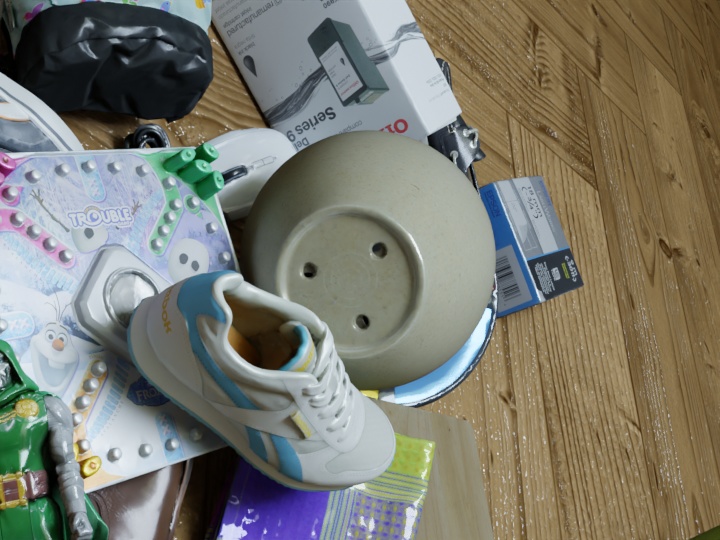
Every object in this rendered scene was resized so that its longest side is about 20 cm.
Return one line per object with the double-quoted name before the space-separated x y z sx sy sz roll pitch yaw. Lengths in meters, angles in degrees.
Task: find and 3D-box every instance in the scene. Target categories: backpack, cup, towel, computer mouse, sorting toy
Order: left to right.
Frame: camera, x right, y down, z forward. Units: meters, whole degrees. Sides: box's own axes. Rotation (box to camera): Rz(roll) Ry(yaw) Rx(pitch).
"backpack" -0.187 -0.217 0.739 0.166 0.126 0.201 2 64 -50
"computer mouse" -0.100 -0.081 0.848 0.200 0.044 0.110 -31 94 -57
"towel" -0.032 0.187 0.695 0.143 0.023 0.201 20 61 -5
"cup" 0.000 0.000 0.740 0.201 0.199 0.143 63 7 -4
"sorting toy" 0.024 0.211 0.810 0.198 0.069 0.201 21 53 -47

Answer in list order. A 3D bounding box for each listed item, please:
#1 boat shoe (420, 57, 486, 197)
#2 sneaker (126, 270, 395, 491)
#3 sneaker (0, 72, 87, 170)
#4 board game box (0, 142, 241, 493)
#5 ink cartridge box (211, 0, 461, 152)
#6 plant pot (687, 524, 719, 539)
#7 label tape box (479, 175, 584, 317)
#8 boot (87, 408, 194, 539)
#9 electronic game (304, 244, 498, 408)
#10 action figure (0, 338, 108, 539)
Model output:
"boat shoe" 0.091 -0.106 0.999 0.074 0.060 0.202 -33 120 -70
"sneaker" -0.042 0.072 0.625 0.200 0.080 0.077 37 46 -33
"sneaker" -0.249 -0.091 0.615 0.200 0.078 0.080 47 48 -35
"board game box" -0.136 0.018 0.628 0.199 0.026 0.201 -10 80 -50
"ink cartridge box" -0.022 -0.188 0.931 0.201 0.145 0.084 61 33 -7
"plant pot" 0.392 0.367 1.115 0.200 0.192 0.202 33 44 -40
"label tape box" 0.201 -0.035 1.223 0.200 0.063 0.145 -14 82 -56
"boot" -0.190 0.119 0.586 0.199 0.064 0.188 15 55 -44
"electronic game" 0.025 0.016 0.864 0.198 0.042 0.202 2 83 -19
"action figure" -0.166 0.131 0.504 0.117 0.055 0.202 -10 77 -18
